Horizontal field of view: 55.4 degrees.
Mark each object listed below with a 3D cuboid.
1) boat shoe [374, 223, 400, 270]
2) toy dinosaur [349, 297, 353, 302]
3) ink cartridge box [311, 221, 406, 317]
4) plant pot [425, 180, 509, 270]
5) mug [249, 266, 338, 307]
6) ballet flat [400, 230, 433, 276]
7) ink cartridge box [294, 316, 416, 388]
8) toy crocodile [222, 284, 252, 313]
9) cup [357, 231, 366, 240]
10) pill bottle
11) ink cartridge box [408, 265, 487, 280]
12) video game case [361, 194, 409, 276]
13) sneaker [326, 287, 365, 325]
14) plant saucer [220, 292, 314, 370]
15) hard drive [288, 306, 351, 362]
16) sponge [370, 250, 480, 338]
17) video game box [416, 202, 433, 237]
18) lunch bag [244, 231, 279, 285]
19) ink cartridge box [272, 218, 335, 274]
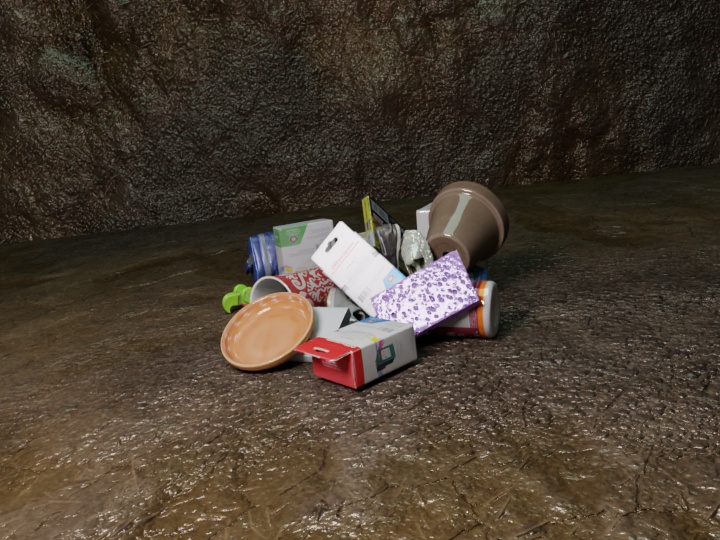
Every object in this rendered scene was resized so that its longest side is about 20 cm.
[{"bbox_3d":[0.060,-0.009,1.581,0.056,0.205,0.067,-4,17,-10],"label":"boat shoe"},{"bbox_3d":[0.016,0.033,1.696,0.105,0.203,0.060,28,-8,19],"label":"toy dinosaur"},{"bbox_3d":[0.000,0.000,1.516,0.200,0.116,0.067,42,4,15],"label":"ink cartridge box"},{"bbox_3d":[0.230,-0.078,1.603,0.196,0.204,0.175,2,35,31],"label":"plant pot"},{"bbox_3d":[-0.156,0.059,1.577,0.174,0.137,0.199,4,13,33],"label":"mug"},{"bbox_3d":[0.133,-0.001,1.527,0.070,0.204,0.072,-19,-12,-4],"label":"ballet flat"},{"bbox_3d":[-0.007,0.147,1.220,0.197,0.069,0.115,-18,17,-40],"label":"ink cartridge box"},{"bbox_3d":[-0.263,0.065,1.775,0.197,0.063,0.067,-10,12,-35],"label":"toy crocodile"},{"bbox_3d":[0.037,-0.024,1.800,0.195,0.147,0.201,-7,13,1],"label":"cup"},{"bbox_3d":[0.174,0.075,1.375,0.195,0.112,0.109,0,14,23],"label":"pill bottle"},{"bbox_3d":[0.191,0.036,1.633,0.196,0.069,0.116,-11,15,-18],"label":"ink cartridge box"},{"bbox_3d":[0.077,-0.066,1.704,0.025,0.199,0.183,-30,43,24],"label":"video game case"},{"bbox_3d":[-0.032,0.097,1.507,0.090,0.078,0.201,2,21,3],"label":"sneaker"},{"bbox_3d":[-0.180,0.125,1.359,0.196,0.038,0.202,-13,38,11],"label":"plant saucer"},{"bbox_3d":[-0.129,0.126,1.384,0.196,0.027,0.133,0,42,26],"label":"hard drive"},{"bbox_3d":[0.124,0.058,1.324,0.197,0.113,0.030,-29,-24,11],"label":"sponge"},{"bbox_3d":[0.198,-0.074,1.804,0.046,0.205,0.182,2,15,25],"label":"video game box"},{"bbox_3d":[-0.257,-0.026,1.907,0.129,0.139,0.200,-8,-11,-14],"label":"lunch bag"},{"bbox_3d":[-0.134,-0.019,1.737,0.142,0.205,0.087,-12,10,-20],"label":"ink cartridge box"}]
